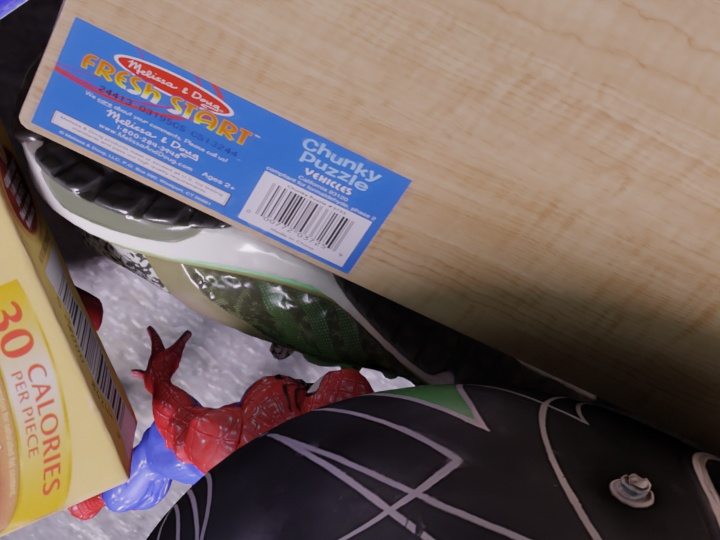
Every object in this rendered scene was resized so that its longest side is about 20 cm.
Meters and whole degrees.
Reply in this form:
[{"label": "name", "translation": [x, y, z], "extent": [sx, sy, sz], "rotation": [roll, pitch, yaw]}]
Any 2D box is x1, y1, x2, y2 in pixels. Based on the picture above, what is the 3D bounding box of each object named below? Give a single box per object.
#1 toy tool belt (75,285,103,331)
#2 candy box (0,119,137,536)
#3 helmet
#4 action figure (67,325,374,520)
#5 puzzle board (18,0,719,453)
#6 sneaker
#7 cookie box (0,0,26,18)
[{"label": "toy tool belt", "translation": [-0.189, 0.025, 0.832], "extent": [0.199, 0.124, 0.125], "rotation": [24, 180, 8]}, {"label": "candy box", "translation": [-0.151, -0.017, 0.731], "extent": [0.116, 0.056, 0.201], "rotation": [-22, 105, 2]}, {"label": "helmet", "translation": [0.026, 0.118, 0.642], "extent": [0.199, 0.202, 0.190], "rotation": [-8, 161, 38]}, {"label": "action figure", "translation": [-0.036, 0.050, 0.788], "extent": [0.065, 0.052, 0.200], "rotation": [22, 167, -16]}, {"label": "puzzle board", "translation": [0.036, -0.032, 0.570], "extent": [0.199, 0.017, 0.151], "rotation": [25, 147, -6]}, {"label": "sneaker", "translation": [0.000, 0.000, 0.752], "extent": [0.199, 0.077, 0.089], "rotation": [28, 156, 9]}, {"label": "cookie box", "translation": [-0.112, -0.151, 0.554], "extent": [0.200, 0.171, 0.075], "rotation": [56, 179, -32]}]
